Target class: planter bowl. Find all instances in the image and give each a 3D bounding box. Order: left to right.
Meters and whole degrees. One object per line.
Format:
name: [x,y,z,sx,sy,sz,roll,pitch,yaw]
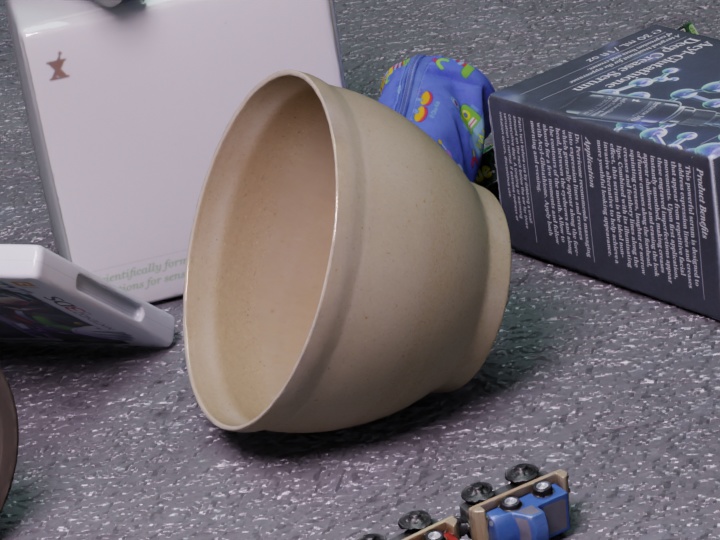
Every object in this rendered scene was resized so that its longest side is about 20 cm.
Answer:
planter bowl: [0.000,0.000,1.583,0.134,0.202,0.200,11,14,-26]

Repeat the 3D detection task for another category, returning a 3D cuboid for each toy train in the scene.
toy train: [0.029,0.143,1.405,0.199,0.034,0.046,-22,30,-27]

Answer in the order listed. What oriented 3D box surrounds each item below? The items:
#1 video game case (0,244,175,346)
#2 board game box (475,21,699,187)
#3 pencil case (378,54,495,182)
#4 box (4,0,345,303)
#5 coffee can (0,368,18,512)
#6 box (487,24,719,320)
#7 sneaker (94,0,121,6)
video game case: [-0.236,0.015,1.684,0.199,0.024,0.182,1,-14,22]
board game box: [0.140,-0.105,1.894,0.105,0.024,0.200,-32,2,45]
pencil case: [0.032,-0.058,1.756,0.077,0.087,0.201,-1,36,16]
box: [-0.115,-0.108,1.827,0.198,0.201,0.171,-13,22,-8]
coffee can: [-0.301,0.079,1.533,0.146,0.147,0.199,-27,29,-35]
box: [0.199,-0.064,1.726,0.148,0.108,0.199,-24,28,-33]
sneaker: [-0.189,-0.196,1.742,0.086,0.075,0.200,-27,22,-2]
